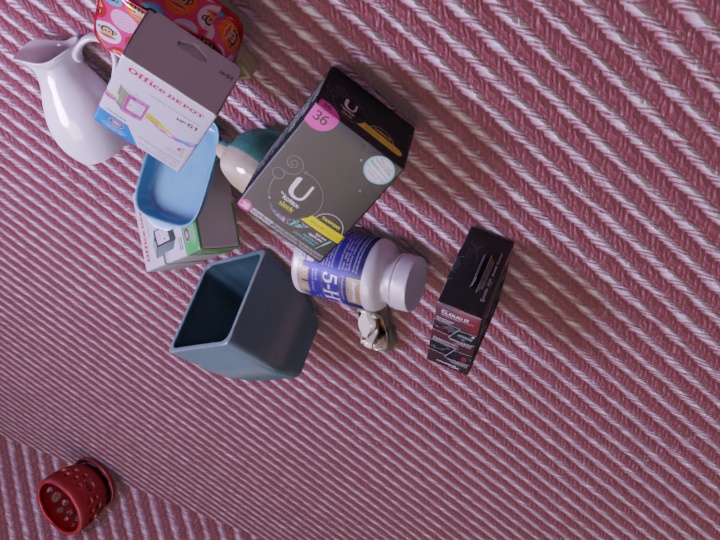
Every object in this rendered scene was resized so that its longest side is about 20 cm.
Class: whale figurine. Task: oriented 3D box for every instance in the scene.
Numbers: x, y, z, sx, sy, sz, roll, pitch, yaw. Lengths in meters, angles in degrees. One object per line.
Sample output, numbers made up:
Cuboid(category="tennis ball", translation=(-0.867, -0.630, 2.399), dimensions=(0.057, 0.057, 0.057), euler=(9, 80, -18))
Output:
Cuboid(category="whale figurine", translation=(-0.150, -0.159, 1.716), dimensions=(0.159, 0.104, 0.200), euler=(38, 173, -7))

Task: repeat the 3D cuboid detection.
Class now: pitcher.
Cuboid(category="pitcher", translation=(-0.431, -0.276, 1.747), dimensions=(0.170, 0.122, 0.201), euler=(-7, 125, 23))

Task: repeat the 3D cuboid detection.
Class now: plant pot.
Cuboid(category="plant pot", translation=(-0.197, 0.107, 2.051), dimensions=(0.200, 0.197, 0.195), euler=(38, 149, -31))
Cuboid(category="plant pot", translation=(-0.892, 0.707, 3.488), dimensions=(0.199, 0.182, 0.202), euler=(14, 117, 29))

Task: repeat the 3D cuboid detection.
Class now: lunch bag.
Cuboid(category="lunch bag", translation=(-0.266, -0.318, 1.508), dimensions=(0.199, 0.082, 0.176), euler=(30, 150, -3))

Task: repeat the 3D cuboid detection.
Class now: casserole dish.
Cuboid(category="casserole dish", translation=(-0.284, -0.161, 1.750), dimensions=(0.120, 0.201, 0.039), euler=(18, -177, 18))

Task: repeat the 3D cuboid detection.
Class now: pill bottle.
Cuboid(category="pill bottle", translation=(0.000, 0.000, 1.784), dimensions=(0.199, 0.120, 0.120), euler=(14, 147, 23))

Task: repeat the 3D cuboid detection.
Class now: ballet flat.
Cuboid(category="ballet flat", translation=(0.020, 0.104, 1.978), dimensions=(0.067, 0.064, 0.201), euler=(18, 148, 18))

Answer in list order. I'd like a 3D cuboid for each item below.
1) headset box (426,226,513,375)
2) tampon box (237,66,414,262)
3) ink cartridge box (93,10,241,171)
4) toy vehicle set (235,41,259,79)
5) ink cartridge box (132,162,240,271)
Cuboid(category="headset box", translation=(0.167, 0.043, 1.680), dimensions=(0.075, 0.149, 0.201), euler=(21, 149, 11))
Cuboid(category="tampon box", translation=(-0.046, -0.145, 1.525), dimensions=(0.149, 0.127, 0.200), euler=(35, 123, -12))
Cuboid(category="ink cartridge box", translation=(-0.262, -0.235, 1.478), dimensions=(0.144, 0.085, 0.200), euler=(31, 152, -12))
Cuboid(category="toy vehicle set", translation=(-0.245, -0.346, 1.556), dimensions=(0.124, 0.027, 0.200), euler=(-1, 139, 40))
Cuboid(category="ink cartridge box", translation=(-0.297, -0.086, 1.865), dimensions=(0.084, 0.147, 0.199), euler=(-7, 173, -38))
